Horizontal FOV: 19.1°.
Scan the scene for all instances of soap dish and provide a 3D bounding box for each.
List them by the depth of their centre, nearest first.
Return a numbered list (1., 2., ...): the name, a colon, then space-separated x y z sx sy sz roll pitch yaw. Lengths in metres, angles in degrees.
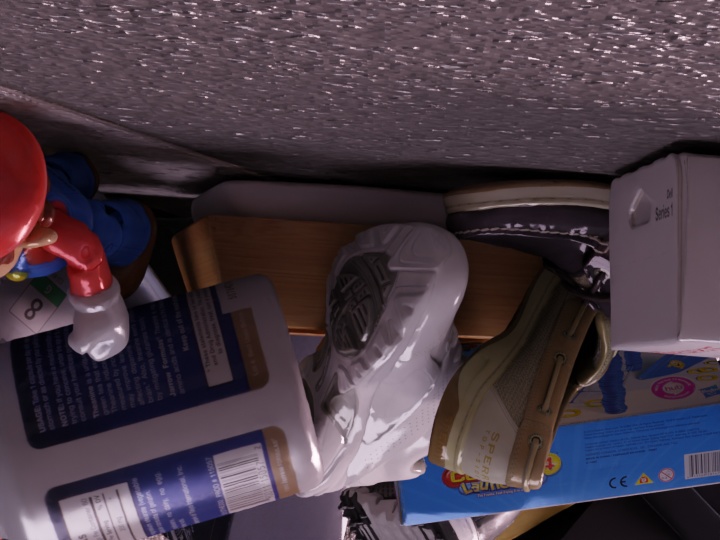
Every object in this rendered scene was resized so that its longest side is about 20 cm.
1. soap dish: 0.000 0.000 1.199 0.198 0.082 0.157 3 176 -12

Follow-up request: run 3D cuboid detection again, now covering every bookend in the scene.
1. bookend: 0.194 0.158 1.357 0.092 0.199 0.200 45 163 -6

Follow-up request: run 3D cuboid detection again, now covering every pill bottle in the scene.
1. pill bottle: -0.125 0.079 1.055 0.199 0.112 0.111 -15 177 -4

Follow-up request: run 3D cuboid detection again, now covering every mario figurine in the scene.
1. mario figurine: -0.172 -0.015 0.975 0.122 0.107 0.200 2 178 16

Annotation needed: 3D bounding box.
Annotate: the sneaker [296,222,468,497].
1. sneaker: 0.027 0.044 1.105 0.099 0.078 0.200 2 144 -20

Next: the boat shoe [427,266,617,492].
1. boat shoe: 0.104 0.048 1.103 0.063 0.074 0.201 23 -148 19

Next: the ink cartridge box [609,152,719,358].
1. ink cartridge box: 0.221 0.000 0.966 0.198 0.085 0.146 3 176 -4

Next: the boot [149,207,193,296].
1. boot: -0.170 -0.007 1.346 0.202 0.074 0.154 5 179 -1

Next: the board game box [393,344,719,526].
1. board game box: 0.109 0.064 1.291 0.198 0.056 0.196 -8 -152 -2

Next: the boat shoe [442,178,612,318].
1. boat shoe: 0.134 -0.008 1.076 0.199 0.065 0.072 6 177 -25

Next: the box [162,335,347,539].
1. box: -0.084 0.097 1.549 0.104 0.202 0.182 7 -171 -37

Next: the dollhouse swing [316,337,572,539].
1. dollhouse swing: 0.106 0.044 1.423 0.182 0.176 0.200 -37 -174 41

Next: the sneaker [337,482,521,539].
1. sneaker: 0.052 0.146 1.338 0.090 0.067 0.200 -30 -176 -19

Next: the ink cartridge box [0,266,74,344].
1. ink cartridge box: -0.198 0.090 1.130 0.050 0.201 0.161 27 167 38

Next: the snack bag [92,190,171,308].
1. snack bag: -0.196 -0.008 1.179 0.198 0.022 0.189 4 152 21
